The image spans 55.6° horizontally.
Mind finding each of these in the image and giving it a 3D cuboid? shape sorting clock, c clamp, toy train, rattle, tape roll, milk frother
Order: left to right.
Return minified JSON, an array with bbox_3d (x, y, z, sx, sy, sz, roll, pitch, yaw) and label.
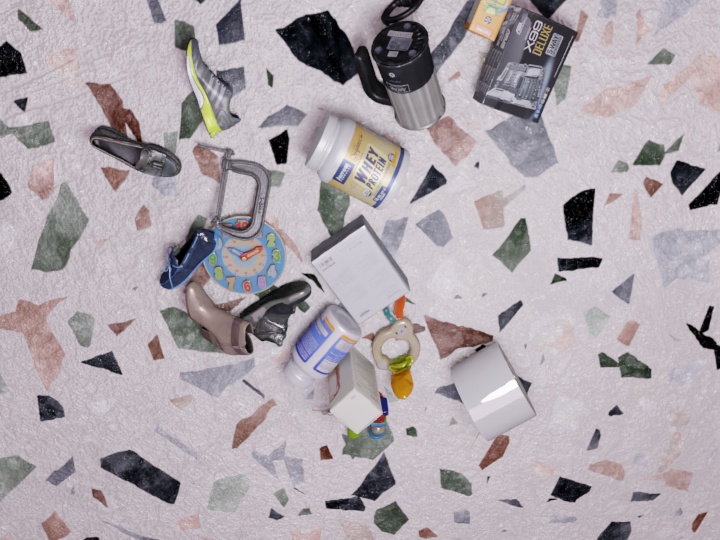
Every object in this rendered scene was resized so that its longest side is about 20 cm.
[{"bbox_3d":[-0.285,-0.171,1.522,0.167,0.027,0.205,4,98,-15],"label":"c clamp"},{"bbox_3d":[-0.271,-0.033,1.593,0.195,0.039,0.204,-1,114,-3],"label":"shape sorting clock"},{"bbox_3d":[-0.025,0.390,1.779,0.195,0.085,0.118,-4,127,-2],"label":"toy train"},{"bbox_3d":[0.087,0.182,1.661,0.128,0.143,0.204,14,120,10],"label":"rattle"},{"bbox_3d":[0.104,-0.435,1.398,0.201,0.179,0.189,-50,149,-12],"label":"milk frother"},{"bbox_3d":[0.327,0.299,1.689,0.138,0.204,0.204,-30,112,10],"label":"tape roll"}]

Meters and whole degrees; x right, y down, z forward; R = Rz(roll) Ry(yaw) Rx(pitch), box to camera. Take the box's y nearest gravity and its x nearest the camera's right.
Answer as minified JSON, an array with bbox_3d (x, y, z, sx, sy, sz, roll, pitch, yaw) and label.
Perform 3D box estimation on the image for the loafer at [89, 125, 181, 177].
[{"bbox_3d":[-0.487,-0.246,1.473,0.197,0.063,0.073,21,111,-12],"label":"loafer"}]

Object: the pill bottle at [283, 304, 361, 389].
[{"bbox_3d":[-0.097,0.191,1.663,0.111,0.113,0.200,36,107,-18],"label":"pill bottle"}]

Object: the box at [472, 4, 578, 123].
[{"bbox_3d":[0.343,-0.430,1.431,0.155,0.050,0.203,10,114,-27],"label":"box"}]

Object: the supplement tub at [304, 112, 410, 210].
[{"bbox_3d":[-0.007,-0.235,1.465,0.197,0.145,0.146,25,110,-14],"label":"supplement tub"}]

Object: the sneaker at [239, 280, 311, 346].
[{"bbox_3d":[-0.184,0.106,1.642,0.197,0.077,0.115,-31,114,13],"label":"sneaker"}]

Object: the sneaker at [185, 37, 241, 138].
[{"bbox_3d":[-0.311,-0.386,1.427,0.079,0.074,0.203,-18,120,-6],"label":"sneaker"}]

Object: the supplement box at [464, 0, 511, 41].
[{"bbox_3d":[0.280,-0.574,1.378,0.065,0.069,0.203,18,114,-8],"label":"supplement box"}]

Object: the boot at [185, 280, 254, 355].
[{"bbox_3d":[-0.324,0.117,1.610,0.144,0.071,0.203,12,136,25],"label":"boot"}]

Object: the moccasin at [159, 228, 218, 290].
[{"bbox_3d":[-0.404,-0.036,1.553,0.068,0.081,0.200,27,120,-40],"label":"moccasin"}]

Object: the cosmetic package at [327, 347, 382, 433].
[{"bbox_3d":[-0.017,0.284,1.660,0.087,0.201,0.103,-42,110,13],"label":"cosmetic package"}]

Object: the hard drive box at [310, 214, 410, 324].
[{"bbox_3d":[0.000,0.000,1.605,0.154,0.077,0.201,-32,111,11],"label":"hard drive box"}]
